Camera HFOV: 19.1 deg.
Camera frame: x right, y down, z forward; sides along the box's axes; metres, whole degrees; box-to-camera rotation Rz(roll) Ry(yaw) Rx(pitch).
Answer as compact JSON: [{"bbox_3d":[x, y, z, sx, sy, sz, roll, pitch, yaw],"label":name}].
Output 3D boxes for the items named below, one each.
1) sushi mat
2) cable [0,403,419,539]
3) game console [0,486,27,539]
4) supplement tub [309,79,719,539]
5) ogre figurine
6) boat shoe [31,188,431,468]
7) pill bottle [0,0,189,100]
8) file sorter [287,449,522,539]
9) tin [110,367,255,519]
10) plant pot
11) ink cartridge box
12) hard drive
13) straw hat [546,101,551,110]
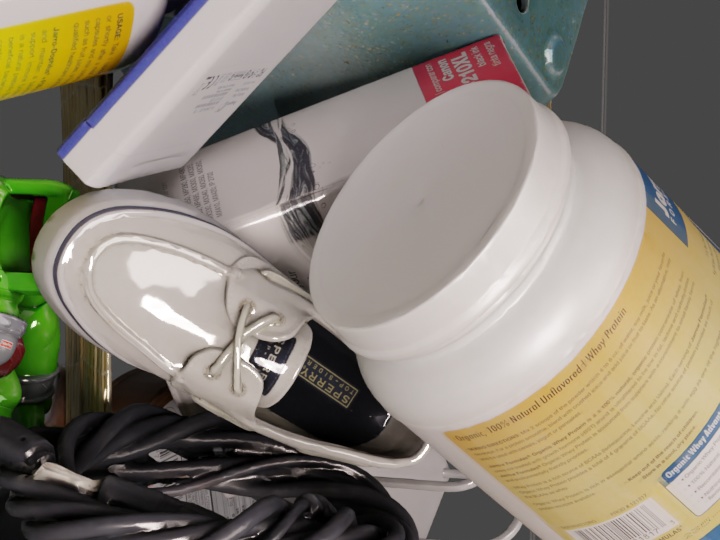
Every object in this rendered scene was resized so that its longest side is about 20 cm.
[{"bbox_3d":[-0.125,0.003,0.986,0.012,0.096,0.202,-1,93,-16],"label":"sushi mat"},{"bbox_3d":[-0.054,0.091,0.883,0.199,0.163,0.051,10,92,-37],"label":"cable"},{"bbox_3d":[-0.181,0.205,0.960,0.200,0.031,0.179,-30,116,-53],"label":"game console"},{"bbox_3d":[0.088,0.030,0.902,0.200,0.144,0.146,41,57,-30],"label":"supplement tub"},{"bbox_3d":[-0.170,0.015,0.907,0.199,0.098,0.121,24,80,-48],"label":"ogre figurine"},{"bbox_3d":[-0.048,0.032,0.903,0.200,0.066,0.072,37,86,-35],"label":"boat shoe"},{"bbox_3d":[-0.149,-0.122,0.870,0.199,0.104,0.105,-17,107,-32],"label":"pill bottle"},{"bbox_3d":[0.044,0.097,1.150,0.139,0.123,0.201,-64,145,-40],"label":"file sorter"},{"bbox_3d":[-0.073,0.096,1.112,0.199,0.042,0.113,-24,116,-54],"label":"tin"},{"bbox_3d":[0.007,-0.161,1.072,0.196,0.198,0.197,46,56,-47],"label":"plant pot"},{"bbox_3d":[0.000,0.000,1.003,0.085,0.198,0.146,-108,177,-57],"label":"ink cartridge box"},{"bbox_3d":[-0.035,-0.118,0.902,0.025,0.200,0.132,45,14,4],"label":"hard drive"},{"bbox_3d":[0.046,-0.128,1.224,0.201,0.084,0.203,176,-90,-82],"label":"straw hat"}]
